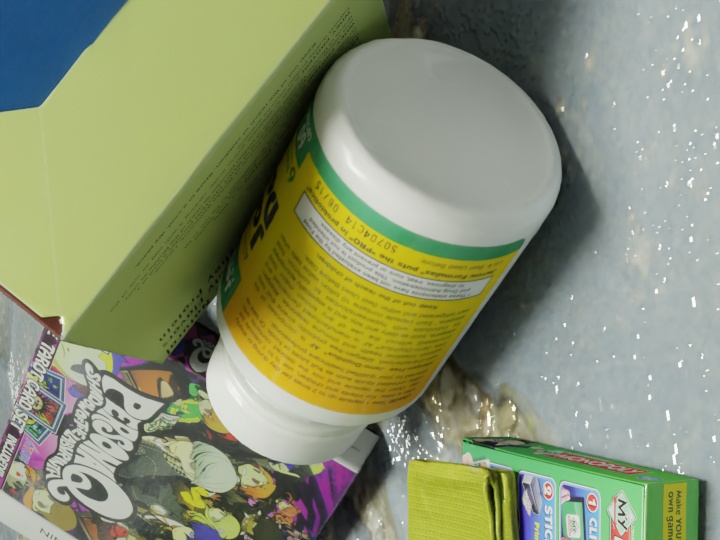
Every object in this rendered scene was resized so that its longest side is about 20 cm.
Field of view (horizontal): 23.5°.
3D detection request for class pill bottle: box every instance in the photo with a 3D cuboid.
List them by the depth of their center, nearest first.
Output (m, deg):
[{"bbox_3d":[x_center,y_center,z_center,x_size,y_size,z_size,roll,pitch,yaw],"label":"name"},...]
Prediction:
[{"bbox_3d":[0.000,0.000,0.790,0.200,0.113,0.113,-59,42,44],"label":"pill bottle"}]

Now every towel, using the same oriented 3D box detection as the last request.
[{"bbox_3d":[0.042,0.185,0.758,0.086,0.018,0.200,-5,86,61],"label":"towel"}]

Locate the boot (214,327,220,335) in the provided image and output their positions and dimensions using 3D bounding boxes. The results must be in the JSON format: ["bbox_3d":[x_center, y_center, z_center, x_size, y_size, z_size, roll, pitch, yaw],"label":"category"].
[{"bbox_3d":[-0.111,0.060,1.035,0.146,0.070,0.200,62,142,40],"label":"boot"}]

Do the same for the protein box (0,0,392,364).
[{"bbox_3d":[-0.099,-0.079,0.778,0.199,0.135,0.200,-52,-7,-2],"label":"protein box"}]

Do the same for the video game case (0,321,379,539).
[{"bbox_3d":[-0.107,0.110,0.946,0.200,0.181,0.036,-60,-2,42],"label":"video game case"}]

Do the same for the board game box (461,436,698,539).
[{"bbox_3d":[0.087,0.177,0.724,0.135,0.029,0.200,6,95,60],"label":"board game box"}]
